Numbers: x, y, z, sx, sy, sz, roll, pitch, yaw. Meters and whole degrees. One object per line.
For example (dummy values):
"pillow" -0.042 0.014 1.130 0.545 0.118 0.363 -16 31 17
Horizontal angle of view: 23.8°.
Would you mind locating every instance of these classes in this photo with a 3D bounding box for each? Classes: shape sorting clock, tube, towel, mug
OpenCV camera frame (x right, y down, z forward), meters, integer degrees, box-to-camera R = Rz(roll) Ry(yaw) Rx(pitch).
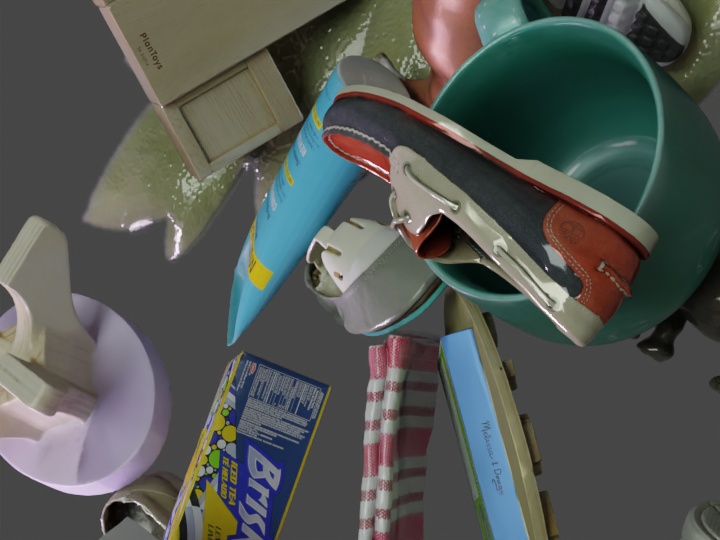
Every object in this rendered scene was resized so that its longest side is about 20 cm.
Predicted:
"shape sorting clock" 0.078 0.105 0.943 0.039 0.200 0.202 -14 77 -1
"tube" -0.037 -0.044 1.071 0.201 0.050 0.078 -56 16 34
"towel" 0.023 0.136 0.993 0.030 0.146 0.202 3 89 10
"mug" 0.120 -0.053 0.897 0.151 0.114 0.187 7 75 39

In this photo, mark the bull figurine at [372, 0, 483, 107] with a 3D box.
"bull figurine" 0.054 -0.166 0.990 0.121 0.065 0.201 37 143 41

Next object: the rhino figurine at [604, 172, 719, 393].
"rhino figurine" 0.177 0.005 0.944 0.199 0.060 0.088 34 89 32

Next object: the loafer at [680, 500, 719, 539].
"loafer" 0.249 0.192 0.877 0.199 0.072 0.063 29 118 20

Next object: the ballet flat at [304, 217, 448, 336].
"ballet flat" 0.000 0.000 0.995 0.064 0.200 0.067 43 81 -6

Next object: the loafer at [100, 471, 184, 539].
"loafer" -0.114 0.222 1.121 0.076 0.068 0.201 -47 63 22

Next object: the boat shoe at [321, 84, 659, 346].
"boat shoe" 0.049 -0.031 0.821 0.199 0.071 0.063 30 86 35

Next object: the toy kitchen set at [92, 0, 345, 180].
"toy kitchen set" -0.101 -0.196 1.153 0.162 0.180 0.201 -31 105 -9

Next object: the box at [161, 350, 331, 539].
"box" -0.084 0.156 1.059 0.064 0.070 0.202 22 78 -7

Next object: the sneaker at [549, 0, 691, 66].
"sneaker" 0.126 -0.204 0.989 0.200 0.081 0.075 49 154 11

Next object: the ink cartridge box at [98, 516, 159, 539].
"ink cartridge box" -0.095 0.259 0.940 0.199 0.086 0.148 32 121 14

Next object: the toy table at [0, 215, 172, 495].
"toy table" -0.228 0.066 1.153 0.199 0.117 0.185 13 75 40
